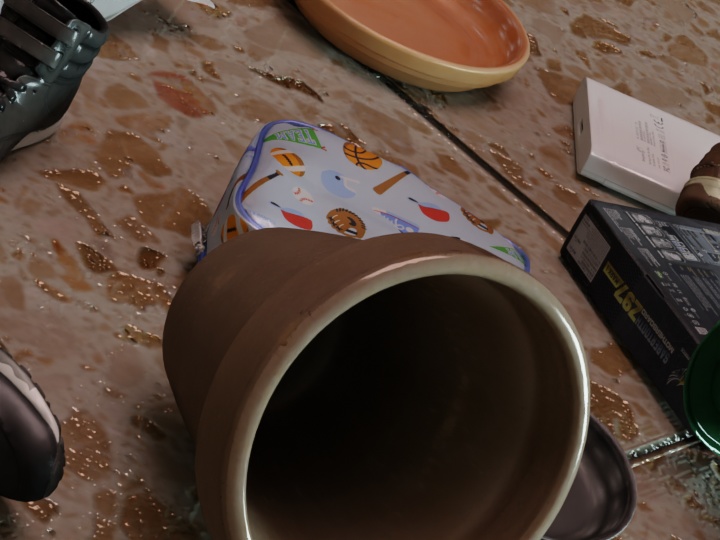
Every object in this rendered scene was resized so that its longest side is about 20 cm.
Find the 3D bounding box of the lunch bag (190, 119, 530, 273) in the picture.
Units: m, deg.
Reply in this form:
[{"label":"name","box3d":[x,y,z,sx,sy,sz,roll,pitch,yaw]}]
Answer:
[{"label":"lunch bag","box3d":[0.000,0.000,1.452,0.200,0.076,0.160,26,30,-6]}]

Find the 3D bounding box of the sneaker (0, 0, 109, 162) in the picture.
[{"label":"sneaker","box3d":[-0.210,-0.107,1.413,0.071,0.099,0.200,33,29,6]}]

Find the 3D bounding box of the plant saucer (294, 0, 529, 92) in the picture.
[{"label":"plant saucer","box3d":[0.028,-0.190,1.839,0.200,0.037,0.200,21,29,-12]}]

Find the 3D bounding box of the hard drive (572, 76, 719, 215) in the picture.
[{"label":"hard drive","box3d":[0.252,-0.069,1.848,0.200,0.026,0.132,23,28,-10]}]

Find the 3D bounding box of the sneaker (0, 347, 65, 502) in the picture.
[{"label":"sneaker","box3d":[-0.232,0.058,1.165,0.200,0.076,0.088,33,42,17]}]

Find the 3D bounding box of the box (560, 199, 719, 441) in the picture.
[{"label":"box","box3d":[0.240,0.038,1.628,0.157,0.051,0.200,9,33,-33]}]

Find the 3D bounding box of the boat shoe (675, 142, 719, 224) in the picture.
[{"label":"boat shoe","box3d":[0.325,-0.028,1.764,0.202,0.075,0.075,30,61,-4]}]

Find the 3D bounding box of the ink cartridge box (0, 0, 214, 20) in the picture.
[{"label":"ink cartridge box","box3d":[-0.216,-0.211,1.657,0.162,0.050,0.200,45,23,30]}]

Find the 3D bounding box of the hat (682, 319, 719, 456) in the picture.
[{"label":"hat","box3d":[0.280,0.112,1.433,0.200,0.166,0.176,7,38,-19]}]

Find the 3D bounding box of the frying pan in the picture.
[{"label":"frying pan","box3d":[0.100,0.136,1.357,0.115,0.031,0.190,16,42,-17]}]

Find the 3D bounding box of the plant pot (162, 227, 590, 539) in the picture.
[{"label":"plant pot","box3d":[-0.013,0.056,1.245,0.200,0.201,0.175,9,16,-33]}]
